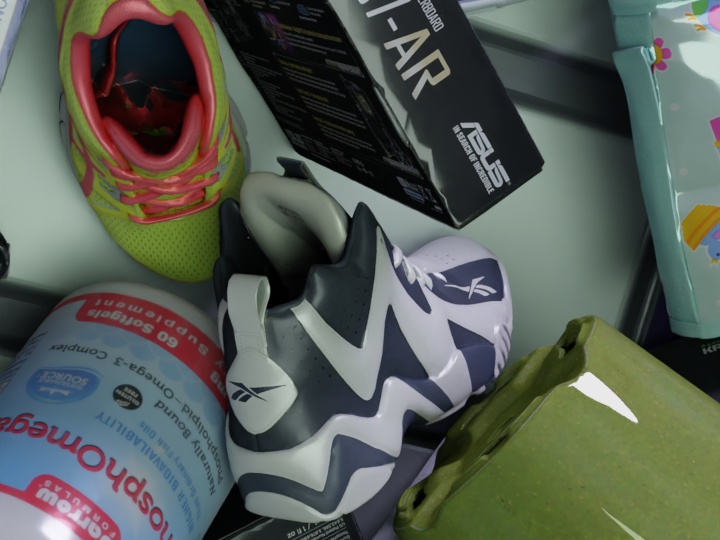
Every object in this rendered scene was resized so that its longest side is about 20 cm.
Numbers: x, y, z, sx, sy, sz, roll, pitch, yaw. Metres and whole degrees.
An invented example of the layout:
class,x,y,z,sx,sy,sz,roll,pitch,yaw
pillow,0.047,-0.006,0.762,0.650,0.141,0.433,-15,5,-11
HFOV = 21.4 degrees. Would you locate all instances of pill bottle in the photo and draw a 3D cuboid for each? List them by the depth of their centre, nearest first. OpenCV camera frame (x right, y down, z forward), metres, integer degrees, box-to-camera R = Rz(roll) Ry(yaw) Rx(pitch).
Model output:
class,x,y,z,sx,sy,sz,roll,pitch,yaw
pill bottle,-0.122,0.103,0.758,0.109,0.108,0.200,55,38,-21

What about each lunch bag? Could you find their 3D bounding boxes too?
class,x,y,z,sx,sy,sz,roll,pitch,yaw
lunch bag,0.208,-0.074,0.888,0.199,0.122,0.172,-19,108,-21

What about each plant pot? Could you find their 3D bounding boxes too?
class,x,y,z,sx,sy,sz,roll,pitch,yaw
plant pot,0.120,0.125,0.784,0.190,0.200,0.200,44,85,-4

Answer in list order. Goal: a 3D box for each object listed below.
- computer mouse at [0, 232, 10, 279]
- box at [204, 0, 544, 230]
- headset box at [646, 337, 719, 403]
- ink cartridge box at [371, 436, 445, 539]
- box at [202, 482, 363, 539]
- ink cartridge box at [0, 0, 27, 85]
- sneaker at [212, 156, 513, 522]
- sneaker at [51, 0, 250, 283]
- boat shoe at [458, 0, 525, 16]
class,x,y,z,sx,sy,sz,roll,pitch,yaw
computer mouse,-0.216,0.075,0.807,0.137,0.053,0.202,-1,90,-18
box,-0.019,-0.108,0.754,0.043,0.200,0.161,-35,110,-10
headset box,0.228,0.109,0.916,0.173,0.093,0.201,-17,110,7
ink cartridge box,0.052,0.141,0.879,0.200,0.039,0.100,-45,119,-53
box,-0.083,0.187,0.860,0.199,0.079,0.142,-25,106,-14
ink cartridge box,-0.237,-0.109,0.755,0.199,0.039,0.100,18,95,-21
sneaker,0.000,0.000,0.804,0.199,0.079,0.130,-39,126,-45
sneaker,-0.086,-0.057,0.772,0.078,0.091,0.201,-16,135,-3
boat shoe,0.089,-0.152,0.852,0.200,0.071,0.071,-21,108,-15
